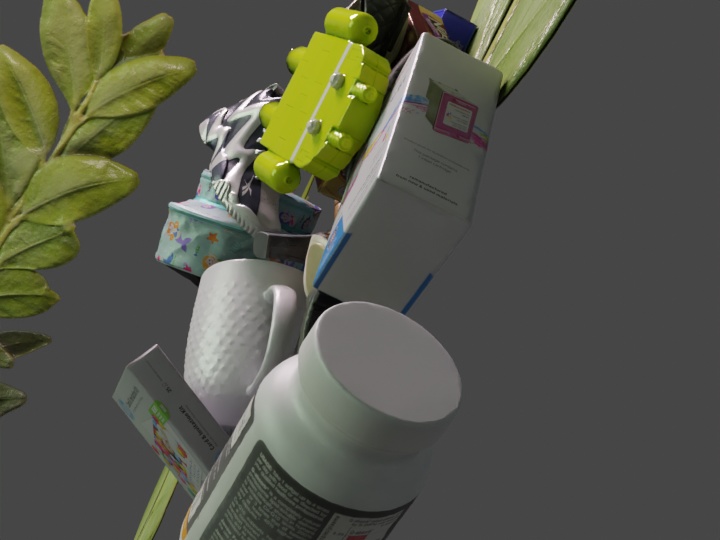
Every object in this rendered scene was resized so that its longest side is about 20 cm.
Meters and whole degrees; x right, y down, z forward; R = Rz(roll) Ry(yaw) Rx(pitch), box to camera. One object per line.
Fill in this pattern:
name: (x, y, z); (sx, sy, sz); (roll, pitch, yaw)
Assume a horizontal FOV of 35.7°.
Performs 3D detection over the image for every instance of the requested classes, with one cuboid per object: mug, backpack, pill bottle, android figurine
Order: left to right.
backpack: (-0.143, -0.037, 1.331); (0.200, 0.177, 0.151); (-18, -55, -73)
mug: (-0.107, 0.089, 1.169); (0.200, 0.147, 0.176); (131, 152, -58)
pill bottle: (-0.025, 0.122, 0.675); (0.200, 0.116, 0.117); (-59, 10, 33)
android figurine: (-0.037, -0.154, 1.033); (0.183, 0.041, 0.200); (-62, 28, 6)

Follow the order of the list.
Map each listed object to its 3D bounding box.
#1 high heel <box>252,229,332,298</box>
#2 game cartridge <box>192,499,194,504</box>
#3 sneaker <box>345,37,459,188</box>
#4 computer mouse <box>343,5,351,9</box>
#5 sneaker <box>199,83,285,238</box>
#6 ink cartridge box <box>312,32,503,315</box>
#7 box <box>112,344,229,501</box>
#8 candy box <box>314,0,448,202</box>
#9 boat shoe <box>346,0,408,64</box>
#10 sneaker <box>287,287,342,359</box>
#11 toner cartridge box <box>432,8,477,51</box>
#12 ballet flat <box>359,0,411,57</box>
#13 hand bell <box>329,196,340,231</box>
high heel: (0.000, 0.000, 1.126); (0.200, 0.142, 0.072); (28, 108, 48)
game cartridge: (-0.174, 0.217, 1.481); (0.200, 0.041, 0.133); (-71, -2, -52)
sneaker: (0.036, -0.138, 1.118); (0.114, 0.076, 0.200); (-137, 67, -75)
computer mouse: (0.004, -0.206, 1.344); (0.201, 0.138, 0.053); (-63, 9, 16)
sneaker: (-0.095, -0.129, 1.219); (0.129, 0.079, 0.200); (-36, 42, 14)
ink cartridge box: (0.042, -0.079, 0.937); (0.145, 0.084, 0.200); (-57, 10, 45)
box: (-0.163, 0.177, 1.101); (0.041, 0.200, 0.156); (-36, -3, -24)
candy box: (0.020, -0.180, 1.214); (0.200, 0.056, 0.117); (-51, 34, 32)
boat shoe: (-0.017, -0.210, 1.165); (0.201, 0.072, 0.063); (-64, 22, -2)
sneaker: (-0.034, 0.072, 1.003); (0.114, 0.076, 0.200); (179, 110, -74)
toner cartridge box: (0.064, -0.198, 1.282); (0.201, 0.043, 0.095); (-64, 8, 8)
ballet flat: (-0.014, -0.192, 1.108); (0.201, 0.057, 0.066); (-63, 3, -8)
hand bell: (-0.022, -0.076, 1.409); (0.104, 0.104, 0.201); (126, 154, -52)
